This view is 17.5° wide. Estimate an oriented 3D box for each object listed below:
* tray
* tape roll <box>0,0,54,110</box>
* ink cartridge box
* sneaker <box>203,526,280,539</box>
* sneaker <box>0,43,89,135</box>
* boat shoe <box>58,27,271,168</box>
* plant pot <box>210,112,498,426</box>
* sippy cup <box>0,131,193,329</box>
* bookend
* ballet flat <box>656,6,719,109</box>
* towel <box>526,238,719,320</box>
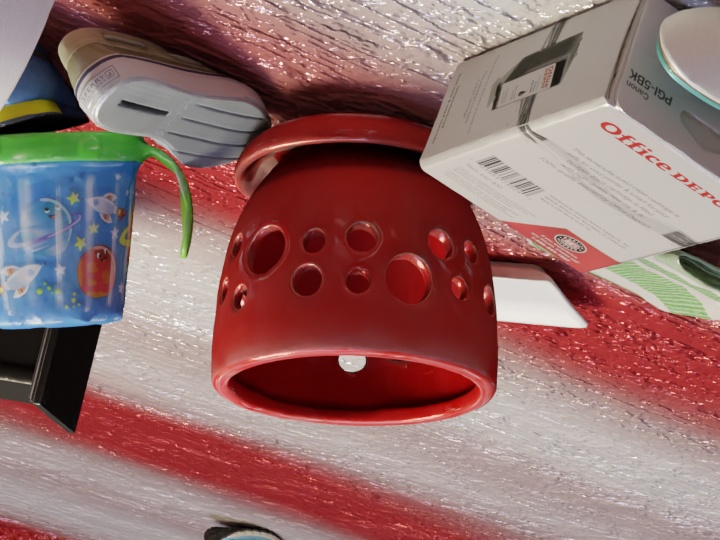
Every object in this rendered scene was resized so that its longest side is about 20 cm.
[{"bbox_3d":[0.080,0.012,1.904,0.199,0.022,0.107,5,160,25],"label":"tray"},{"bbox_3d":[-0.251,-0.178,1.264,0.138,0.204,0.202,21,161,-25],"label":"tape roll"},{"bbox_3d":[0.155,-0.081,1.436,0.146,0.083,0.200,32,156,-24],"label":"ink cartridge box"},{"bbox_3d":[-0.138,0.400,3.134,0.078,0.091,0.200,-2,156,39],"label":"sneaker"},{"bbox_3d":[-0.236,-0.134,1.646,0.065,0.079,0.200,-17,178,1],"label":"sneaker"},{"bbox_3d":[-0.128,-0.122,1.585,0.072,0.062,0.200,-40,155,16],"label":"boat shoe"},{"bbox_3d":[0.000,0.000,1.632,0.199,0.184,0.201,3,161,1],"label":"plant pot"},{"bbox_3d":[-0.214,-0.027,1.618,0.177,0.132,0.139,-2,180,33],"label":"sippy cup"},{"bbox_3d":[-0.308,0.008,1.876,0.198,0.200,0.092,9,164,15],"label":"bookend"},{"bbox_3d":[0.256,-0.114,1.343,0.199,0.070,0.069,21,161,-36],"label":"ballet flat"},{"bbox_3d":[0.226,0.008,1.700,0.152,0.024,0.200,25,176,-29],"label":"towel"}]
